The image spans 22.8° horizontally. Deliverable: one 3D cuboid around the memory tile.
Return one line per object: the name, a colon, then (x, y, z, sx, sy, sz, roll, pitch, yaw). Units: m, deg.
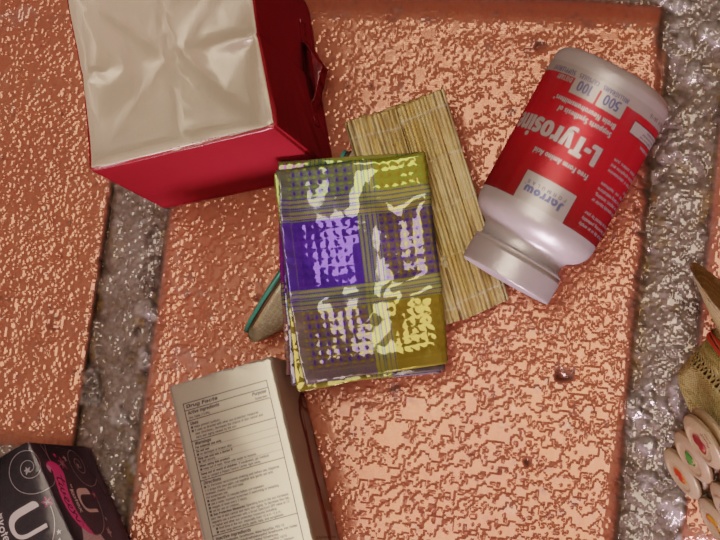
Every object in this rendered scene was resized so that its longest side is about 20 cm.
memory tile: (0.312, 0.211, 1.432, 0.017, 0.153, 0.201, -31, 73, -11)

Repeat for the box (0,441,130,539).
box: (-0.269, 0.265, 1.577, 0.114, 0.132, 0.201, -31, 76, 9)

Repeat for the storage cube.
storage cube: (-0.139, -0.170, 1.586, 0.198, 0.180, 0.173, -12, 79, 13)

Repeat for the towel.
towel: (0.000, 0.000, 1.556, 0.142, 0.023, 0.202, -4, 88, -2)

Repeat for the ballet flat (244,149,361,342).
ballet flat: (-0.033, -0.014, 1.597, 0.062, 0.067, 0.201, 29, 90, 3)

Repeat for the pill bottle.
pill bottle: (0.171, -0.079, 1.529, 0.112, 0.112, 0.201, 28, 89, 16)

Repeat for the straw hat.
straw hat: (0.308, 0.095, 1.438, 0.085, 0.201, 0.201, -46, 74, 15)

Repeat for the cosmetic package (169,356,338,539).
cosmetic package: (-0.088, 0.187, 1.567, 0.102, 0.087, 0.202, -15, 79, 13)

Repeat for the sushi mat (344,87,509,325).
sushi mat: (0.059, -0.052, 1.578, 0.095, 0.012, 0.202, -17, 88, -4)
